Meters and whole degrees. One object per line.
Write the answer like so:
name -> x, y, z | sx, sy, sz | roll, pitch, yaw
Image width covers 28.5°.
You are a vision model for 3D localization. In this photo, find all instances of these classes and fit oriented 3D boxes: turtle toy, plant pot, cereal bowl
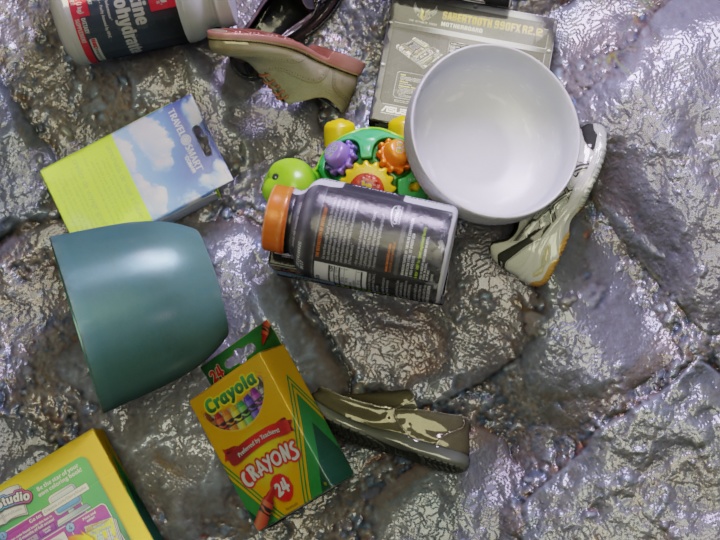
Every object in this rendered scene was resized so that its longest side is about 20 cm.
turtle toy -> -0.011, -0.095, 1.598 | 0.198, 0.101, 0.147 | -2, 101, 7
plant pot -> -0.238, 0.036, 1.569 | 0.159, 0.201, 0.202 | -18, 82, -12
cereal bowl -> 0.138, -0.142, 1.564 | 0.198, 0.083, 0.202 | 4, 75, -13

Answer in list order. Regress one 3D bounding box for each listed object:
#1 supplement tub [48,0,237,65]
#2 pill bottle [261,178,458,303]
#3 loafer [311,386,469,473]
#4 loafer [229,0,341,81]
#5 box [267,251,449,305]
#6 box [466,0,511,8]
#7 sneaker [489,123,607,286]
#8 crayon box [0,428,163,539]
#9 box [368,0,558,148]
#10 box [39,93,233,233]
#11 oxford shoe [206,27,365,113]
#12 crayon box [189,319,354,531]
supplement tub -> -0.251, -0.323, 1.636 | 0.198, 0.140, 0.142 | -12, 82, 1
pill bottle -> -0.003, -0.036, 1.496 | 0.198, 0.106, 0.107 | 13, 84, 5
loafer -> 0.034, 0.168, 1.603 | 0.198, 0.075, 0.070 | 19, 71, 2
loafer -> -0.080, -0.308, 1.665 | 0.072, 0.063, 0.200 | 40, 86, 6
box -> 0.000, 0.000, 1.600 | 0.198, 0.110, 0.035 | 10, 83, 4
box -> 0.110, -0.410, 1.608 | 0.158, 0.049, 0.202 | 9, 105, 1
sneaker -> 0.213, -0.086, 1.618 | 0.087, 0.076, 0.201 | 26, 84, 5
crayon box -> -0.340, 0.304, 1.603 | 0.199, 0.058, 0.174 | -31, 81, -2
box -> 0.119, -0.229, 1.654 | 0.198, 0.048, 0.160 | 10, 83, 4
box -> -0.258, -0.106, 1.655 | 0.199, 0.048, 0.123 | -28, 83, -1
oxford shoe -> -0.087, -0.228, 1.617 | 0.198, 0.071, 0.075 | 11, 100, -28
crayon box -> -0.108, 0.173, 1.585 | 0.127, 0.051, 0.201 | -35, 80, 33
